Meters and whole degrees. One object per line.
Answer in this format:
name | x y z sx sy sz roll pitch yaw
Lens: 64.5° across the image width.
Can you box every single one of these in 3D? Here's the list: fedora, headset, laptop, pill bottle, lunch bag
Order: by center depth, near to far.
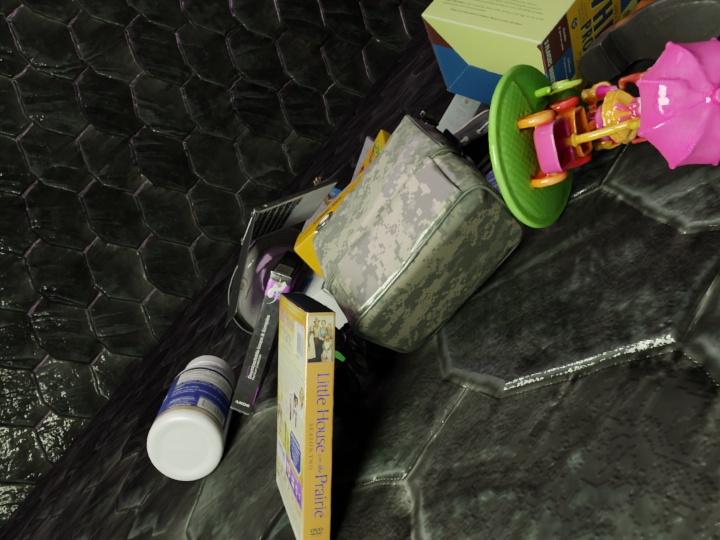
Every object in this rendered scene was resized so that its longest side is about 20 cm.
lunch bag | 0.047 -0.046 0.594 0.201 0.138 0.169 -49 52 15
headset | -0.024 0.095 0.647 0.124 0.094 0.200 -50 7 -10
laptop | -0.120 -0.020 0.823 0.195 0.119 0.187 -23 -2 -20
pill bottle | -0.262 0.227 0.921 0.116 0.116 0.201 -43 16 11
fedora | -0.129 0.041 0.964 0.203 0.174 0.090 -58 43 11

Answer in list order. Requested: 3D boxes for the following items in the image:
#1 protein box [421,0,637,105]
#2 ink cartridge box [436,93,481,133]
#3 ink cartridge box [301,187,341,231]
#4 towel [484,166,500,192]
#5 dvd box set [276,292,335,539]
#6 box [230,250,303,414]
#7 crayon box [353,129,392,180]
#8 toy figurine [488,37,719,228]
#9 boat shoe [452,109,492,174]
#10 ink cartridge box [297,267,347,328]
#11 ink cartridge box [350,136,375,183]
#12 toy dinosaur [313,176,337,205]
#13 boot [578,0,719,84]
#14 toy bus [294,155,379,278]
protein box | 0.228 -0.339 0.764 0.197 0.135 0.201 33 78 39
ink cartridge box | 0.107 -0.160 0.883 0.204 0.056 0.163 -63 1 -29
ink cartridge box | -0.087 -0.065 1.138 0.203 0.065 0.117 -72 8 -47
towel | 0.142 -0.075 0.741 0.143 0.024 0.203 -32 25 35
dvd box set | -0.056 0.131 0.547 0.146 0.028 0.208 -168 79 -72
box | -0.133 0.084 0.829 0.143 0.035 0.206 -86 13 -78
crayon box | 0.030 -0.159 1.019 0.203 0.050 0.129 -58 21 29
toy figurine | 0.240 -0.132 0.498 0.181 0.155 0.198 -4 19 47
boat shoe | 0.132 -0.144 0.755 0.199 0.073 0.063 -42 20 -8
ink cartridge box | 0.000 0.000 0.813 0.198 0.086 0.148 -32 23 39
ink cartridge box | 0.003 -0.180 1.235 0.200 0.039 0.205 -102 33 -72
toy dinosaur | -0.009 -0.075 0.931 0.133 0.207 0.084 21 20 38
boot | 0.370 -0.307 0.647 0.200 0.069 0.188 -45 8 -17
toy bus | 0.004 -0.076 0.719 0.199 0.065 0.079 -42 16 20
